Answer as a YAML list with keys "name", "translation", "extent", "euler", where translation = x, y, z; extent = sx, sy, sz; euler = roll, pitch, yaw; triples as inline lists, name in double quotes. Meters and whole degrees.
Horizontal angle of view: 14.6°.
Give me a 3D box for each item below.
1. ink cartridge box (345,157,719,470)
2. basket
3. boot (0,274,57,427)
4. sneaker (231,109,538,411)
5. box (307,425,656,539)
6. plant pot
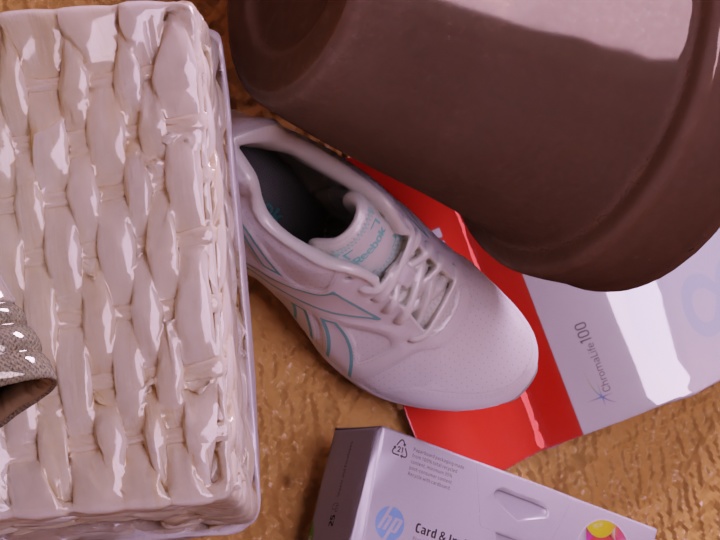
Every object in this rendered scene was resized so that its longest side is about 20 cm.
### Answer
- name: "ink cartridge box"
  translation: [0.091, -0.007, 1.259]
  extent: [0.200, 0.047, 0.160]
  euler: [-24, 96, -37]
- name: "basket"
  translation: [-0.111, 0.002, 1.041]
  extent: [0.135, 0.123, 0.200]
  euler: [-5, 83, -1]
- name: "boot"
  translation: [-0.213, 0.017, 0.954]
  extent: [0.200, 0.072, 0.155]
  euler: [-25, 76, 7]
- name: "sneaker"
  translation: [0.000, 0.000, 1.167]
  extent: [0.200, 0.080, 0.070]
  euler: [34, 75, -23]
- name: "box"
  translation: [0.036, 0.183, 1.184]
  extent: [0.156, 0.041, 0.200]
  euler: [22, 75, -30]
- name: "plant pot"
  translation: [0.049, -0.104, 1.117]
  extent: [0.174, 0.200, 0.200]
  euler: [13, 75, -31]
